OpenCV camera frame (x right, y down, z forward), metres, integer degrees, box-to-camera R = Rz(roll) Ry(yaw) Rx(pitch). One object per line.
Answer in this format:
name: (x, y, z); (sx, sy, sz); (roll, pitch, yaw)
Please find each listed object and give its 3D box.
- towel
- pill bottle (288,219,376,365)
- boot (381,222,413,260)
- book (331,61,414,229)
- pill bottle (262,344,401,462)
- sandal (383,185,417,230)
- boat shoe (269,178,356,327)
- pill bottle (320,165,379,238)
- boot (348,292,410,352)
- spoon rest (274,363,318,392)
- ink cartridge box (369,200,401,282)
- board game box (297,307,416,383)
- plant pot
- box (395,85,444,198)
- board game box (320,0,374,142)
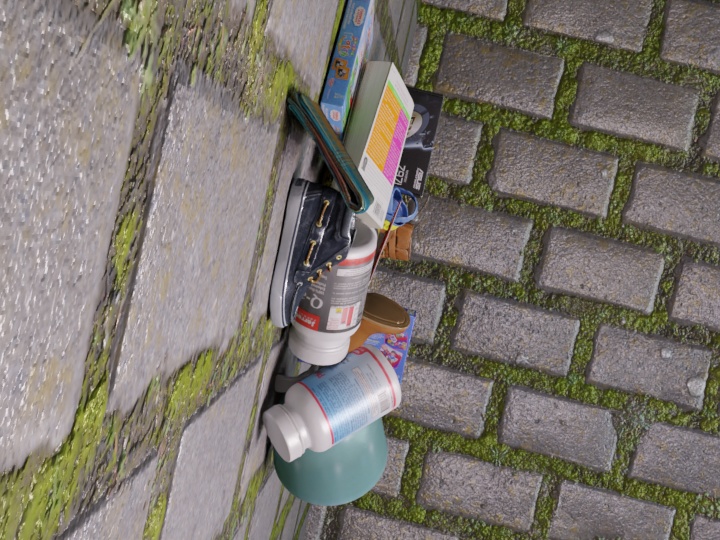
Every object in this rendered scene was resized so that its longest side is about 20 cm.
towel: (-0.030, -0.135, 1.137); (0.148, 0.021, 0.200); (59, 6, -4)
pill bottle: (-0.047, 0.030, 1.437); (0.116, 0.114, 0.203); (-71, 173, -61)
boot: (0.029, -0.049, 2.018); (0.202, 0.152, 0.077); (100, 4, -46)
book: (0.024, -0.179, 1.416); (0.134, 0.047, 0.204); (41, 60, -60)
pill bottle: (-0.044, 0.202, 1.472); (0.198, 0.109, 0.110); (-27, 151, -24)
sandal: (0.032, -0.140, 1.729); (0.086, 0.199, 0.081); (1, -112, 48)
boat shoe: (-0.060, -0.012, 1.252); (0.071, 0.089, 0.204); (-69, 172, -68)
pill bottle: (-0.009, -0.127, 1.541); (0.112, 0.109, 0.203); (99, 4, -55)
boot: (-0.010, 0.120, 1.714); (0.077, 0.196, 0.158); (-67, 163, -55)
spoon rest: (-0.086, 0.109, 1.576); (0.100, 0.059, 0.202); (99, 5, -52)
ink cartridge box: (0.000, 0.000, 1.594); (0.175, 0.043, 0.202); (111, 0, -46)
board game box: (-0.006, 0.121, 1.802); (0.045, 0.196, 0.137); (-66, 169, -77)
plant pot: (-0.056, 0.256, 1.609); (0.163, 0.196, 0.203); (85, 16, -47)
box: (0.065, -0.258, 1.906); (0.086, 0.161, 0.204); (-55, 158, -83)
board game box: (-0.018, -0.289, 1.400); (0.152, 0.036, 0.204); (93, 10, -72)
